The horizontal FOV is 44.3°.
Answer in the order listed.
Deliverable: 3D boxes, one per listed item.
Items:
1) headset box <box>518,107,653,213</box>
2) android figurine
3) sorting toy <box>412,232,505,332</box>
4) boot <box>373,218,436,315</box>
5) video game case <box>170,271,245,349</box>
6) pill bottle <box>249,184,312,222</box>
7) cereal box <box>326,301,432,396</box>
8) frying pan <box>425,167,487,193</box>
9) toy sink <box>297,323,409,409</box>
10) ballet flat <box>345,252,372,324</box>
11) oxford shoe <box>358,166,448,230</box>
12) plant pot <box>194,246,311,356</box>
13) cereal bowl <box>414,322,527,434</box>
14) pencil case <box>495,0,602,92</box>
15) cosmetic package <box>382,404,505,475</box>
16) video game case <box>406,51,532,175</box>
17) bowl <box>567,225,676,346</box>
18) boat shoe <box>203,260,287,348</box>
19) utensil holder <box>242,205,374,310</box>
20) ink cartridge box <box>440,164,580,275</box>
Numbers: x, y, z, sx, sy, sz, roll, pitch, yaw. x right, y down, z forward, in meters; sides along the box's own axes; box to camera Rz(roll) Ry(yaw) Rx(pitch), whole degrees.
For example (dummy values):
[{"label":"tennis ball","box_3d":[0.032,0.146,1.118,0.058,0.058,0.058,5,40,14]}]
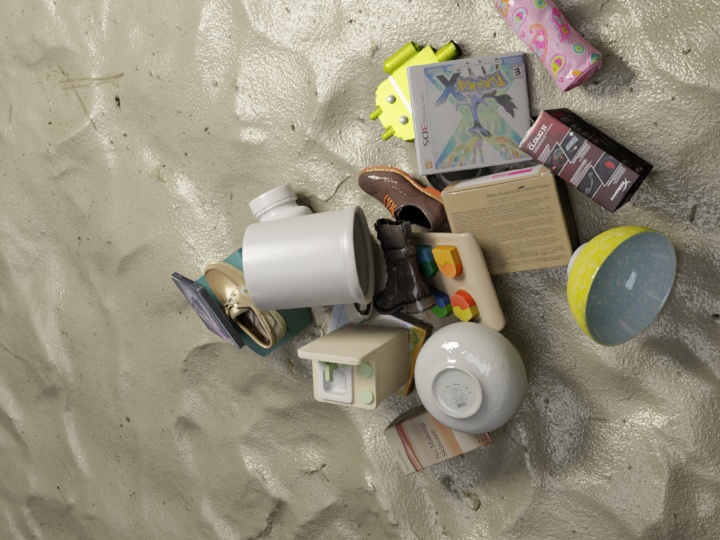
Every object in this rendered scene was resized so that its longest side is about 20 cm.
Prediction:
[{"label":"headset box","box_3d":[0.351,-0.185,1.403,0.200,0.149,0.075,38,115,15]},{"label":"android figurine","box_3d":[0.105,-0.307,1.547,0.200,0.041,0.183,-33,76,21]},{"label":"sorting toy","box_3d":[0.153,0.022,1.560,0.200,0.036,0.186,1,116,56]},{"label":"boot","box_3d":[0.064,-0.012,1.600,0.200,0.069,0.175,-6,104,63]},{"label":"video game case","box_3d":[-0.300,0.075,1.718,0.143,0.019,0.200,58,161,-21]},{"label":"pill bottle","box_3d":[-0.132,-0.057,1.703,0.119,0.120,0.201,-26,89,30]},{"label":"cereal box","box_3d":[0.028,0.138,1.711,0.199,0.039,0.145,24,111,22]},{"label":"frying pan","box_3d":[0.202,-0.169,1.552,0.189,0.031,0.115,24,118,9]},{"label":"toy sink","box_3d":[-0.010,0.178,1.603,0.130,0.200,0.113,4,103,26]},{"label":"ballet flat","box_3d":[0.000,0.000,1.657,0.069,0.069,0.201,-6,84,28]},{"label":"oxford shoe","box_3d":[0.069,-0.131,1.594,0.199,0.073,0.071,24,137,28]},{"label":"plant pot","box_3d":[-0.201,0.057,1.759,0.141,0.141,0.200,-32,91,30]},{"label":"cereal bowl","box_3d":[0.179,0.193,1.515,0.199,0.083,0.201,8,108,26]},{"label":"pencil case","box_3d":[0.302,-0.384,1.420,0.087,0.087,0.200,-40,81,29]},{"label":"cosmetic package","box_3d":[0.156,0.296,1.655,0.200,0.087,0.104,-30,88,30]},{"label":"video game case","box_3d":[0.186,-0.264,1.487,0.199,0.022,0.183,-8,100,-4]},{"label":"bowl","box_3d":[0.399,0.010,1.426,0.108,0.199,0.201,37,121,50]},{"label":"boat shoe","box_3d":[-0.224,0.064,1.659,0.200,0.065,0.072,47,120,-1]},{"label":"utensil holder","box_3d":[-0.089,-0.018,1.554,0.199,0.170,0.171,-6,100,11]},{"label":"ink cartridge box","box_3d":[0.257,-0.084,1.504,0.199,0.075,0.166,-8,109,28]}]
